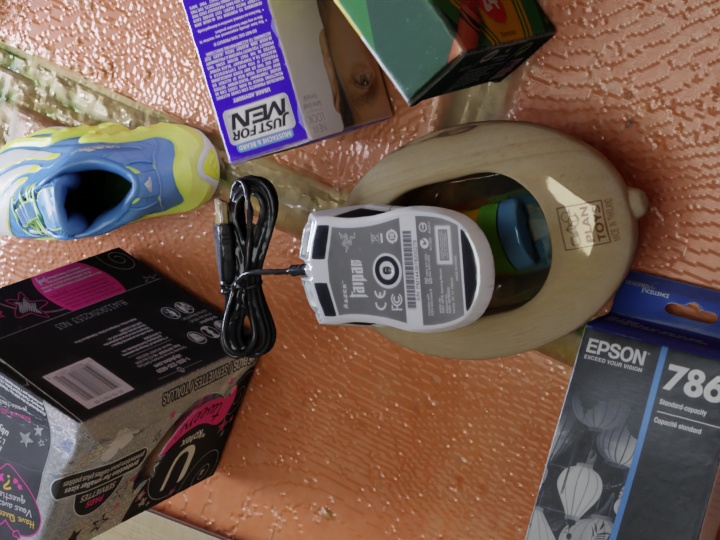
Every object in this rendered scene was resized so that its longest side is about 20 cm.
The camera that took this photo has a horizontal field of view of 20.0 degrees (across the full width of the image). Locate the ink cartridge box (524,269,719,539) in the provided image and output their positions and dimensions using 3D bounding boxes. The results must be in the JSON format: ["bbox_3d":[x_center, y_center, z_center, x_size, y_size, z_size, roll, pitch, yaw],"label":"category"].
[{"bbox_3d":[0.159,0.100,1.140,0.099,0.039,0.201,12,82,26],"label":"ink cartridge box"}]

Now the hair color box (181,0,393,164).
[{"bbox_3d":[-0.055,-0.172,1.203,0.065,0.109,0.201,-13,95,30],"label":"hair color box"}]

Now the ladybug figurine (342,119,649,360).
[{"bbox_3d":[0.079,-0.020,1.183,0.199,0.072,0.136,-9,96,32],"label":"ladybug figurine"}]

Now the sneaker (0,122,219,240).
[{"bbox_3d":[-0.194,-0.055,1.310,0.199,0.105,0.076,-11,96,30],"label":"sneaker"}]

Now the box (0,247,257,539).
[{"bbox_3d":[-0.176,0.083,1.276,0.132,0.200,0.115,32,117,20],"label":"box"}]

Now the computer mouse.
[{"bbox_3d":[0.000,0.000,1.168,0.199,0.044,0.110,2,98,36],"label":"computer mouse"}]

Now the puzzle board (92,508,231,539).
[{"bbox_3d":[-0.115,0.244,1.387,0.199,0.017,0.151,17,108,25],"label":"puzzle board"}]

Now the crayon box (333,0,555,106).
[{"bbox_3d":[0.013,-0.193,1.149,0.051,0.127,0.200,-40,81,30],"label":"crayon box"}]
